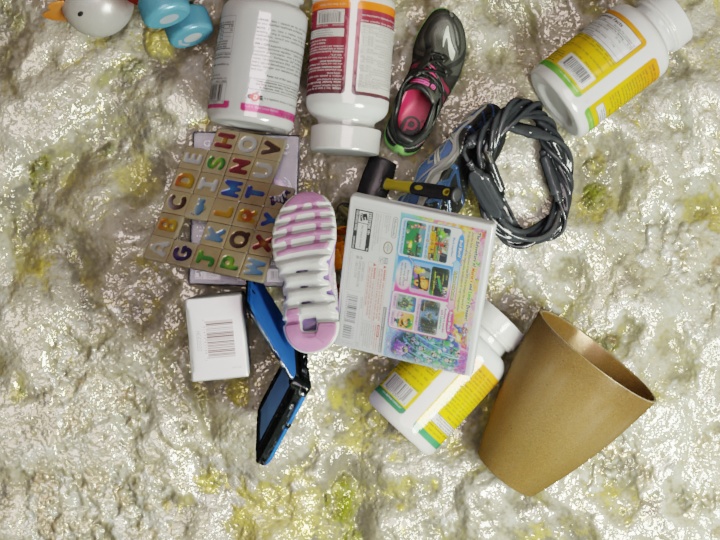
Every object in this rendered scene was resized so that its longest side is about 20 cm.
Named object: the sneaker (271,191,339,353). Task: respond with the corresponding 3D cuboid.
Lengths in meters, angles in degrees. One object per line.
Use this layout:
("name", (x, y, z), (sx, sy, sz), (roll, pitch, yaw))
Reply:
("sneaker", (-0.063, 0.005, 1.658), (0.080, 0.088, 0.202), (-4, 81, 6))

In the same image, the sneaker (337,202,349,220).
("sneaker", (0.024, 0.000, 1.757), (0.088, 0.077, 0.200), (-40, 89, 8))

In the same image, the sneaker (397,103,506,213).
("sneaker", (0.120, -0.145, 1.757), (0.200, 0.077, 0.076), (-51, 126, -21))

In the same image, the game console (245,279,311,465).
("game console", (-0.127, 0.116, 1.660), (0.118, 0.200, 0.171), (27, 101, -9))

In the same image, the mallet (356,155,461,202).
("mallet", (0.066, -0.115, 1.704), (0.041, 0.199, 0.066), (22, 79, -34))

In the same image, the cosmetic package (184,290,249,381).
("cosmetic package", (-0.176, 0.079, 1.673), (0.071, 0.200, 0.102), (-5, 90, -3))

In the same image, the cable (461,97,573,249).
("cable", (0.215, -0.125, 1.759), (0.163, 0.051, 0.200), (-48, 119, -25))

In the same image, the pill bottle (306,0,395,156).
("pill bottle", (-0.014, -0.253, 1.731), (0.109, 0.110, 0.202), (4, 90, -4))

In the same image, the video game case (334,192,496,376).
("video game case", (0.064, 0.018, 1.640), (0.181, 0.024, 0.201), (12, 112, 14))

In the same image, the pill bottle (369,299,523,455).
("pill bottle", (0.115, 0.132, 1.738), (0.113, 0.113, 0.200), (43, 87, -3))

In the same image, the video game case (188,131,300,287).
("video game case", (-0.153, -0.080, 1.767), (0.142, 0.019, 0.202), (2, 89, -4))

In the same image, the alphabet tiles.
("alphabet tiles", (-0.169, -0.088, 1.702), (0.166, 0.008, 0.201), (11, 67, 17))

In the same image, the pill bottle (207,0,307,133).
("pill bottle", (-0.128, -0.285, 1.721), (0.112, 0.113, 0.202), (8, 90, -4))

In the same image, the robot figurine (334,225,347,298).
("robot figurine", (0.000, 0.000, 1.706), (0.199, 0.058, 0.146), (-7, 107, 26))

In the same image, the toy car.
("toy car", (-0.318, -0.358, 1.691), (0.199, 0.177, 0.185), (-23, 81, 9))

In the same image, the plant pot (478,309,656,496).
("plant pot", (0.247, 0.187, 1.726), (0.186, 0.186, 0.201), (35, 101, -3))

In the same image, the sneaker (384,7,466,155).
("sneaker", (0.091, -0.246, 1.751), (0.076, 0.084, 0.201), (17, 89, -4))

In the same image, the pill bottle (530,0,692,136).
("pill bottle", (0.332, -0.277, 1.754), (0.200, 0.111, 0.111), (-37, 92, -3))
